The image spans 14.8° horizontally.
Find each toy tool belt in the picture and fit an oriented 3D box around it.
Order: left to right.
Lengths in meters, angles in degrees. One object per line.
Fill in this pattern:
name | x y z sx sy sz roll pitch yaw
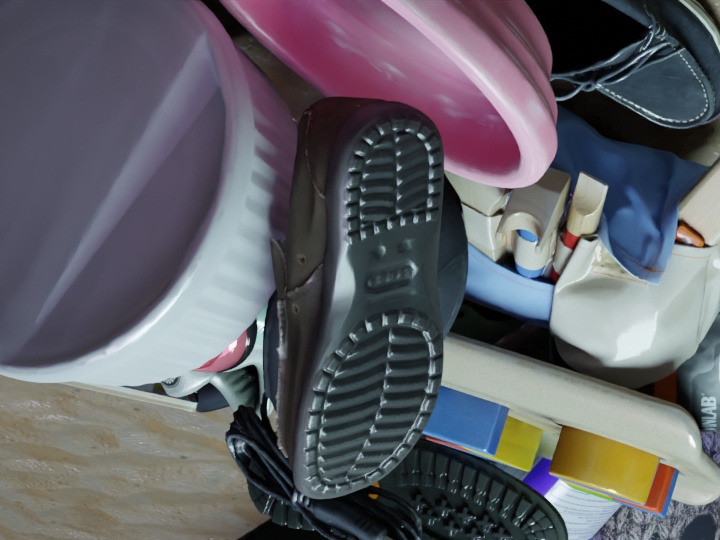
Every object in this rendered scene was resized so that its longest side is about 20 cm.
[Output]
toy tool belt | 0.092 -0.039 1.351 0.199 0.125 0.123 21 134 8

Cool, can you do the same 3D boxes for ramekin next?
ramekin | -0.117 -0.037 1.313 0.201 0.204 0.094 -10 159 30

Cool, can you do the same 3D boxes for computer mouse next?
computer mouse | -0.007 0.042 1.334 0.138 0.201 0.053 33 -152 34

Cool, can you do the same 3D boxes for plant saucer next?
plant saucer | 0.009 -0.115 1.208 0.200 0.051 0.201 34 169 8

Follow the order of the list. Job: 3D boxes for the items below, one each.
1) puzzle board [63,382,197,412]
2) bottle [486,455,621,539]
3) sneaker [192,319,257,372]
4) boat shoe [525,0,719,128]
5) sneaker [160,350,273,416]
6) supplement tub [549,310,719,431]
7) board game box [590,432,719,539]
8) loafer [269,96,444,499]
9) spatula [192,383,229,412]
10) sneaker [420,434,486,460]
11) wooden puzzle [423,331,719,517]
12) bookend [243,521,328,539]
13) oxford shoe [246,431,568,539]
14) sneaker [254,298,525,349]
puzzle board | -0.193 0.053 1.613 0.198 0.018 0.151 12 177 -4
bottle | 0.106 0.128 1.596 0.083 0.065 0.200 7 132 -43
sneaker | -0.149 0.006 1.421 0.199 0.087 0.074 28 121 14
boat shoe | 0.105 -0.110 1.256 0.074 0.063 0.200 -14 146 31
sneaker | -0.102 0.018 1.517 0.074 0.089 0.200 -15 143 38
supplement tub | 0.200 0.032 1.446 0.198 0.108 0.107 1 151 9
board game box | 0.198 0.168 1.601 0.096 0.201 0.159 23 148 -29
loafer | -0.004 0.008 1.262 0.073 0.071 0.201 -6 118 -30
spatula | -0.045 0.063 1.624 0.020 0.057 0.199 6 168 -37
sneaker | 0.067 0.102 1.646 0.093 0.071 0.200 0 149 24
wooden puzzle | 0.092 0.085 1.432 0.184 0.047 0.200 18 171 14
bookend | -0.017 0.258 1.820 0.092 0.201 0.199 21 149 -23
oxford shoe | 0.039 0.124 1.558 0.199 0.073 0.084 17 -168 33
sneaker | 0.000 0.000 1.467 0.199 0.074 0.118 9 160 -25
